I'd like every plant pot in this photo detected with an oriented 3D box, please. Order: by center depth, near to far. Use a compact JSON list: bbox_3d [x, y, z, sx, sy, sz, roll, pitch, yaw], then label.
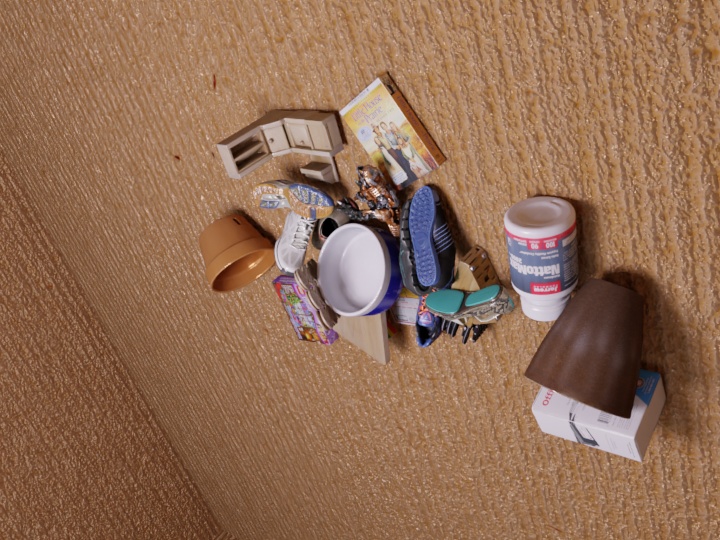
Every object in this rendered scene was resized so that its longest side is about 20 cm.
[{"bbox_3d":[0.402,0.121,1.165,0.186,0.186,0.202,20,92,33],"label":"plant pot"},{"bbox_3d":[-0.339,-0.053,1.811,0.141,0.199,0.200,57,146,15],"label":"plant pot"}]

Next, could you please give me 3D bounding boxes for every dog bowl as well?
[{"bbox_3d":[0.000,0.000,1.500,0.199,0.078,0.202,-3,85,40],"label":"dog bowl"}]

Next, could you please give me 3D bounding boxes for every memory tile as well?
[{"bbox_3d":[-0.093,0.053,1.546,0.017,0.200,0.154,-30,94,11],"label":"memory tile"}]

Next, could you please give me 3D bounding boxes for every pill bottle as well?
[{"bbox_3d":[0.322,-0.016,1.198,0.119,0.120,0.201,14,132,38],"label":"pill bottle"}]

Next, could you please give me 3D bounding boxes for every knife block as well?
[{"bbox_3d":[0.214,0.058,1.423,0.175,0.064,0.201,-10,114,49],"label":"knife block"}]

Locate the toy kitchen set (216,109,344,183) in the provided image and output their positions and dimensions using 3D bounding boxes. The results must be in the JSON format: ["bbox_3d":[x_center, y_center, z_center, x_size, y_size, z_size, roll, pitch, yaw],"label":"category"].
[{"bbox_3d":[-0.156,-0.228,1.452,0.199,0.180,0.164,15,134,43],"label":"toy kitchen set"}]

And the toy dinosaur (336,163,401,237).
[{"bbox_3d":[0.032,-0.136,1.400,0.135,0.102,0.201,16,131,40],"label":"toy dinosaur"}]

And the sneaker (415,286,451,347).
[{"bbox_3d":[0.155,0.086,1.482,0.075,0.079,0.201,9,125,18],"label":"sneaker"}]

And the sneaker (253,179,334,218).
[{"bbox_3d":[-0.138,-0.172,1.519,0.198,0.088,0.076,15,118,21],"label":"sneaker"}]

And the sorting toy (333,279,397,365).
[{"bbox_3d":[0.008,0.095,1.651,0.198,0.069,0.201,30,140,38],"label":"sorting toy"}]

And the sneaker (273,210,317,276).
[{"bbox_3d":[-0.141,-0.092,1.566,0.075,0.202,0.115,19,142,-17],"label":"sneaker"}]

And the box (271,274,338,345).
[{"bbox_3d":[-0.153,0.108,1.876,0.136,0.039,0.201,2,124,44],"label":"box"}]

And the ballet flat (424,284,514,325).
[{"bbox_3d":[0.215,0.074,1.336,0.199,0.068,0.075,-10,130,47],"label":"ballet flat"}]

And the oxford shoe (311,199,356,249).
[{"bbox_3d":[-0.080,-0.096,1.582,0.070,0.075,0.200,45,145,2],"label":"oxford shoe"}]

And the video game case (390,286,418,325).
[{"bbox_3d":[0.104,0.042,1.564,0.142,0.017,0.201,5,126,44],"label":"video game case"}]

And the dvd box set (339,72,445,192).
[{"bbox_3d":[0.060,-0.263,1.324,0.201,0.029,0.146,55,144,-8],"label":"dvd box set"}]

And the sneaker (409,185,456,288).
[{"bbox_3d":[0.148,-0.064,1.351,0.070,0.077,0.202,-10,79,45],"label":"sneaker"}]

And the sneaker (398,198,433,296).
[{"bbox_3d":[0.103,-0.048,1.409,0.079,0.075,0.202,-166,71,-66],"label":"sneaker"}]

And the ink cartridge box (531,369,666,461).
[{"bbox_3d":[0.447,0.250,1.278,0.199,0.145,0.084,9,143,42],"label":"ink cartridge box"}]
